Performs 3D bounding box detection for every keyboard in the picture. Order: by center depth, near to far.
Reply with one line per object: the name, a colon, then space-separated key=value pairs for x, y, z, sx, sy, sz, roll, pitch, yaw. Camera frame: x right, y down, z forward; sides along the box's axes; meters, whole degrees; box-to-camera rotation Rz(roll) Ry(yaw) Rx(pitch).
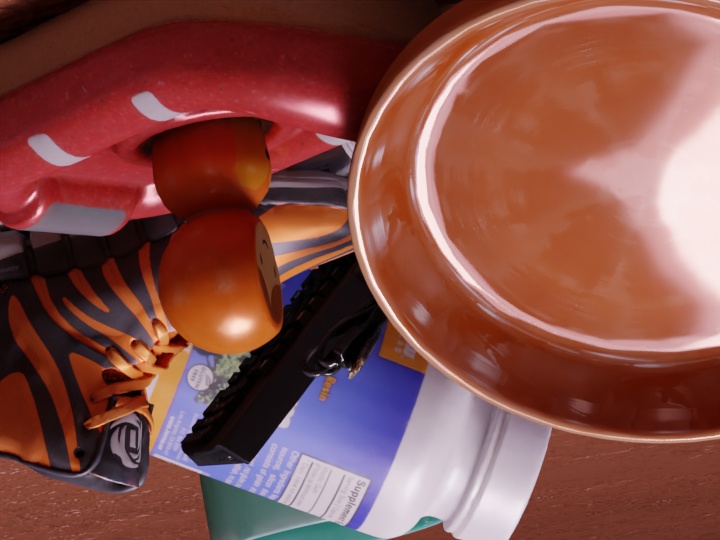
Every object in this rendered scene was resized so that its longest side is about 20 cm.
keyboard: x=0.000 y=0.000 z=1.135 sx=0.021 sy=0.200 sz=0.127 roll=42 pitch=159 yaw=-16

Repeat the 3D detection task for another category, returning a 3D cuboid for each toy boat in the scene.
toy boat: x=-0.052 y=-0.035 z=0.997 sx=0.199 sy=0.132 sz=0.130 roll=-20 pitch=164 yaw=39

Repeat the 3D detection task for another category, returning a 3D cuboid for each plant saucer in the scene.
plant saucer: x=0.095 y=-0.023 z=0.926 sx=0.199 sy=0.032 sz=0.201 roll=5 pitch=132 yaw=6

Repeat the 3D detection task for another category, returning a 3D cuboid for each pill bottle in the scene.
pill bottle: x=-0.011 y=0.063 z=1.333 sx=0.199 sy=0.113 sz=0.112 roll=20 pitch=163 yaw=-4

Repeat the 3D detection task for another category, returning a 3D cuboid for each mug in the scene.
mug: x=-0.018 y=0.109 z=1.699 sx=0.151 sy=0.115 sz=0.185 roll=-17 pitch=166 yaw=26

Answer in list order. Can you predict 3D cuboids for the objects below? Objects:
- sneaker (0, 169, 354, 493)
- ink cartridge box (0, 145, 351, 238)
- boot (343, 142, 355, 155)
sneaker: x=-0.080 y=0.031 z=1.120 sx=0.199 sy=0.113 sz=0.078 roll=-15 pitch=161 yaw=16
ink cartridge box: x=-0.096 y=-0.025 z=1.213 sx=0.198 sy=0.041 sz=0.200 roll=-11 pitch=167 yaw=2
boot: x=0.073 y=-0.052 z=1.014 sx=0.199 sy=0.074 sz=0.096 roll=5 pitch=-173 yaw=20
